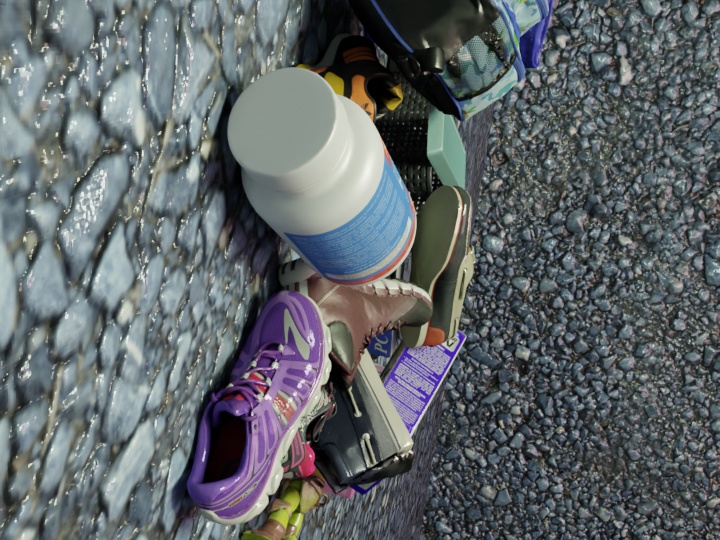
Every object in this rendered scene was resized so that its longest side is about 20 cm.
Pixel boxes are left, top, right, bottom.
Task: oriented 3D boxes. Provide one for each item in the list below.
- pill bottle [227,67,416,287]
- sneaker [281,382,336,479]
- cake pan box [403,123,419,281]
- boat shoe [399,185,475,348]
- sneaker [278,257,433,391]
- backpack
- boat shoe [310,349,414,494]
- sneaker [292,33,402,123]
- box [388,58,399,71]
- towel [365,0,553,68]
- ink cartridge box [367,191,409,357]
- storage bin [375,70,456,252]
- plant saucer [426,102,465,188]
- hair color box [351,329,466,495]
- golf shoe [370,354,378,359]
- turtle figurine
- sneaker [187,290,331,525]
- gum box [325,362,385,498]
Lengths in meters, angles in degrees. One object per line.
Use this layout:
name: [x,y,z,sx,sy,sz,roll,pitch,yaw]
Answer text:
pill bottle: [-0.027,-0.068,0.631,0.200,0.111,0.114,51,51,-66]
sneaker: [-0.054,0.114,0.788,0.081,0.074,0.202,87,18,-51]
cake pan box: [0.068,-0.083,1.164,0.201,0.051,0.186,91,6,-55]
boat shoe: [0.093,-0.002,0.880,0.071,0.062,0.202,-127,-140,-50]
sneaker: [-0.001,0.064,0.787,0.198,0.075,0.117,17,61,-42]
backpack: [0.080,-0.239,0.725,0.146,0.184,0.200,-36,161,8]
boat shoe: [-0.028,0.134,0.843,0.092,0.201,0.075,-18,150,-27]
sneaker: [0.001,-0.167,0.740,0.200,0.089,0.071,-57,156,-59]
box: [0.108,-0.333,1.050,0.122,0.105,0.203,-41,142,-70]
towel: [0.102,-0.294,0.835,0.050,0.197,0.150,-54,153,-56]
ink cartridge box: [0.000,0.000,0.887,0.044,0.093,0.202,-64,162,-50]
storage bin: [0.058,-0.132,0.960,0.136,0.092,0.202,76,22,-47]
plant saucer: [0.100,-0.134,0.907,0.200,0.019,0.071,32,59,-72]
hair color box: [0.042,0.155,0.955,0.201,0.064,0.110,-54,177,-31]
golf shoe: [-0.018,0.095,0.989,0.201,0.074,0.093,-64,147,-56]
turtle figurine: [-0.068,0.248,0.874,0.162,0.063,0.202,-67,163,-45]
sneaker: [-0.081,0.103,0.653,0.084,0.079,0.202,66,36,-58]
gum box: [-0.009,0.208,1.107,0.200,0.065,0.115,-44,145,-70]
